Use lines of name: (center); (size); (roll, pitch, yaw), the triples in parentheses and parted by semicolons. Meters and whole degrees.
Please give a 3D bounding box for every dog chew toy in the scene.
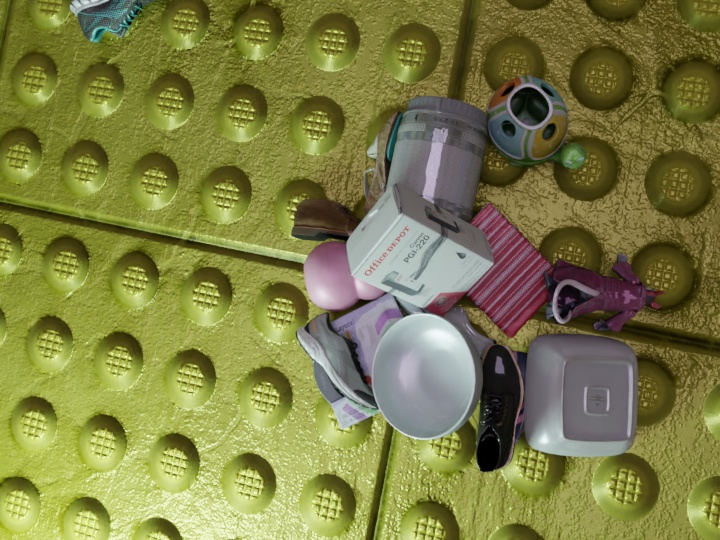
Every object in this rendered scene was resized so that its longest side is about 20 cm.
dog chew toy: (0.000, 0.000, 1.210); (0.195, 0.125, 0.128); (-12, 84, 5)

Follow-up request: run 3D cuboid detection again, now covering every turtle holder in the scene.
turtle holder: (0.294, -0.245, 1.165); (0.138, 0.132, 0.190); (-18, 83, 8)

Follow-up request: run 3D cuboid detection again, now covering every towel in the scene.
towel: (0.247, 0.002, 1.192); (0.200, 0.022, 0.145); (44, 95, -3)

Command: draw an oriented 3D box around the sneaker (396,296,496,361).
sneaker: (0.154, 0.092, 1.207); (0.199, 0.073, 0.071); (39, 84, 1)

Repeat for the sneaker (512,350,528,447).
sneaker: (0.250, 0.237, 1.175); (0.080, 0.070, 0.204); (21, 82, 7)

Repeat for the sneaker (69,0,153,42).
sneaker: (-0.482, -0.520, 1.366); (0.195, 0.078, 0.093); (-13, 100, 13)

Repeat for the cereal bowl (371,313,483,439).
cereal bowl: (0.119, 0.177, 1.131); (0.196, 0.083, 0.206); (-8, 76, 32)

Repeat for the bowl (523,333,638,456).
bowl: (0.376, 0.210, 1.121); (0.195, 0.075, 0.205); (4, 87, -11)

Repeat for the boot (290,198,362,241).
boot: (-0.032, -0.092, 1.249); (0.195, 0.074, 0.077); (6, 80, 14)

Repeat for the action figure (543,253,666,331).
action figure: (0.406, 0.031, 1.118); (0.195, 0.149, 0.138); (3, 85, 9)

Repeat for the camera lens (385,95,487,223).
camera lens: (0.131, -0.179, 1.176); (0.156, 0.160, 0.205); (12, 88, 11)

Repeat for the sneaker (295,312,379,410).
sneaker: (-0.027, 0.160, 1.180); (0.079, 0.074, 0.201); (-42, 80, 0)

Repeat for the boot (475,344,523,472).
boot: (0.218, 0.218, 1.080); (0.076, 0.138, 0.206); (-4, 80, 18)

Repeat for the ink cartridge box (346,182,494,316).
ink cartridge box: (0.095, -0.029, 1.097); (0.197, 0.086, 0.146); (25, 123, -25)

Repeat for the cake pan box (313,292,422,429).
cake pan box: (0.011, 0.164, 1.233); (0.196, 0.052, 0.188); (-25, 80, 8)

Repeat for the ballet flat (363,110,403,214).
ballet flat: (0.038, -0.195, 1.245); (0.064, 0.070, 0.205); (6, 84, 25)
